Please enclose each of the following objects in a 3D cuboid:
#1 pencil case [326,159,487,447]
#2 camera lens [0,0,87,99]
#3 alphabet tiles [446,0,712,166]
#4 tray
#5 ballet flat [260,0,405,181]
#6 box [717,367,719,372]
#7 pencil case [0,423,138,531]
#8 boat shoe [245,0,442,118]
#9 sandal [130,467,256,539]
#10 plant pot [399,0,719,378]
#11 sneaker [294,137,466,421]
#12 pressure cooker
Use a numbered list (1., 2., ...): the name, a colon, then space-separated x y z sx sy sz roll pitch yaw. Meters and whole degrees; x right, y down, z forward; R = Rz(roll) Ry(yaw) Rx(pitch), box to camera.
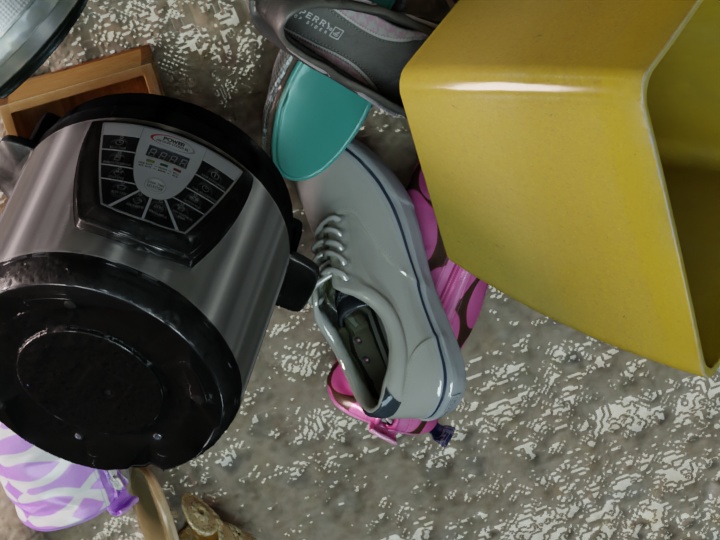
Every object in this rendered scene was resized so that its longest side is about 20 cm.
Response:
1. pencil case: 0.047 0.009 1.594 0.090 0.094 0.201 20 112 1
2. camera lens: -0.259 -0.194 1.421 0.160 0.160 0.200 -40 114 14
3. alphabet tiles: 0.165 -0.122 1.536 0.166 0.008 0.201 -26 87 7
4. tray: -0.151 -0.035 1.585 0.098 0.037 0.201 -16 118 2
5. ballet flat: -0.011 -0.152 1.522 0.072 0.072 0.201 17 114 -14
6. box: 0.318 -0.008 1.595 0.198 0.131 0.200 32 110 -20
7. pencil case: -0.209 0.075 1.604 0.085 0.084 0.201 6 127 40
8. boat shoe: 0.020 -0.122 1.474 0.199 0.057 0.067 23 112 -30
9. sandal: -0.101 0.204 1.703 0.069 0.078 0.213 -21 125 -17
10. plant pot: 0.139 -0.086 1.419 0.175 0.200 0.201 8 132 32
11. sneaker: 0.000 0.000 1.536 0.071 0.201 0.073 -2 148 -45
12. pressure cooker: -0.133 -0.006 1.475 0.178 0.201 0.176 -11 129 29
